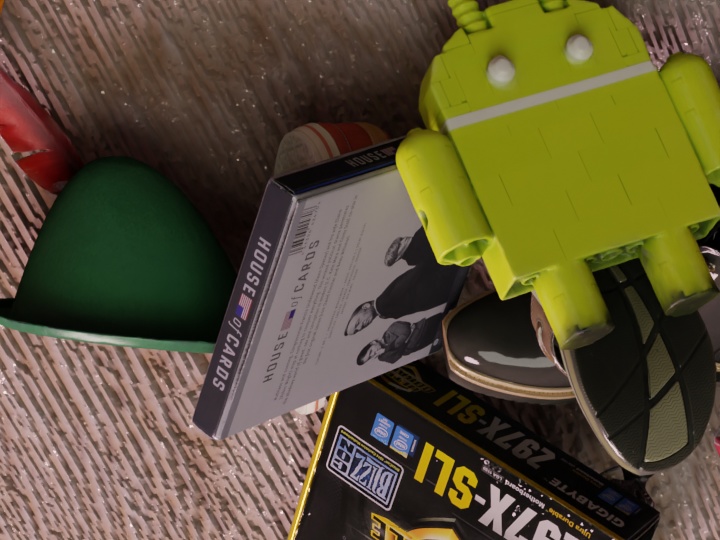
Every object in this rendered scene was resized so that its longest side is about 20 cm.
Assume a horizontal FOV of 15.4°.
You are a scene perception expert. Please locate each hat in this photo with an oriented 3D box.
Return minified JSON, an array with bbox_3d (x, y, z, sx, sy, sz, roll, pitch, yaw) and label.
[{"bbox_3d":[-0.120,-0.053,1.426,0.200,0.165,0.177,3,95,-50],"label":"hat"}]

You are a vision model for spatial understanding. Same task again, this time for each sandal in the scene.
[{"bbox_3d":[0.121,0.016,1.399,0.080,0.201,0.057,-20,159,-18],"label":"sandal"}]

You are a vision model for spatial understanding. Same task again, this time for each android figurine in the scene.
[{"bbox_3d":[0.107,-0.063,1.375,0.182,0.200,0.041,-15,163,-17],"label":"android figurine"}]

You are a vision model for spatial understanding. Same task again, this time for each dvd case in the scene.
[{"bbox_3d":[0.000,0.000,1.411,0.025,0.200,0.151,34,121,27],"label":"dvd case"}]

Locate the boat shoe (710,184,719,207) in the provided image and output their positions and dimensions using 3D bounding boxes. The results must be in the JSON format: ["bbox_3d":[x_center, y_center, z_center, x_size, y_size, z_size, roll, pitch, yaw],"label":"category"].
[{"bbox_3d":[0.218,-0.070,1.435,0.200,0.066,0.070,-19,124,11],"label":"boat shoe"}]

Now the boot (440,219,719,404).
[{"bbox_3d":[0.150,0.009,1.452,0.199,0.078,0.138,-7,156,-11],"label":"boot"}]

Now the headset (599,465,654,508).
[{"bbox_3d":[0.119,0.170,1.582,0.123,0.094,0.200,21,132,-16],"label":"headset"}]

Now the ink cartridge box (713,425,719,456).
[{"bbox_3d":[0.321,0.136,1.502,0.145,0.145,0.200,-44,128,-23],"label":"ink cartridge box"}]

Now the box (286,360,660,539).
[{"bbox_3d":[0.059,0.157,1.533,0.200,0.049,0.160,32,124,22],"label":"box"}]

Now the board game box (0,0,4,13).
[{"bbox_3d":[-0.309,-0.094,1.283,0.199,0.200,0.200,24,123,6],"label":"board game box"}]

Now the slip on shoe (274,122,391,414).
[{"bbox_3d":[-0.018,0.001,1.478,0.061,0.074,0.200,-15,135,-28],"label":"slip on shoe"}]
